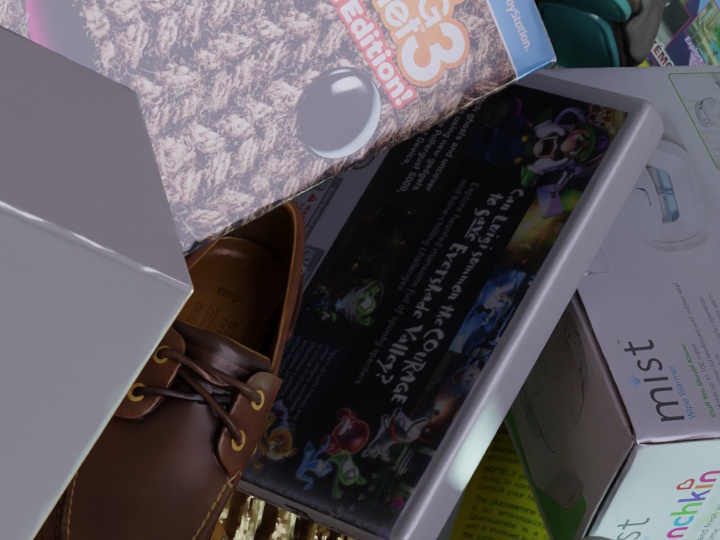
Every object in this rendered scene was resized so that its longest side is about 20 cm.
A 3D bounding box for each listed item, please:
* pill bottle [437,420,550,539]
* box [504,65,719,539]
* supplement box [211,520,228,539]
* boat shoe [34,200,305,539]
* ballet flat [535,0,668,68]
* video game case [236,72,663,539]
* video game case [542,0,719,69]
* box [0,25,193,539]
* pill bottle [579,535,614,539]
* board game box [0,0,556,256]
[{"bbox_3d":[0.066,0.125,1.029,0.112,0.112,0.201,39,56,-30],"label":"pill bottle"},{"bbox_3d":[0.143,0.014,0.995,0.175,0.201,0.097,-4,140,-21],"label":"box"},{"bbox_3d":[-0.068,0.167,0.930,0.201,0.066,0.069,66,20,-17],"label":"supplement box"},{"bbox_3d":[-0.067,0.046,0.858,0.072,0.068,0.201,31,45,-11],"label":"boat shoe"},{"bbox_3d":[0.095,-0.130,0.992,0.067,0.200,0.064,24,86,10],"label":"ballet flat"},{"bbox_3d":[0.000,0.000,0.952,0.201,0.181,0.023,-59,140,-16],"label":"video game case"},{"bbox_3d":[0.105,-0.090,1.112,0.182,0.023,0.200,-49,117,-22],"label":"video game case"},{"bbox_3d":[-0.148,0.033,0.729,0.097,0.125,0.201,24,113,-26],"label":"box"},{"bbox_3d":[0.024,0.180,0.865,0.199,0.114,0.115,-24,106,-22],"label":"pill bottle"},{"bbox_3d":[-0.056,-0.106,0.875,0.199,0.097,0.160,-29,105,-19],"label":"board game box"}]
